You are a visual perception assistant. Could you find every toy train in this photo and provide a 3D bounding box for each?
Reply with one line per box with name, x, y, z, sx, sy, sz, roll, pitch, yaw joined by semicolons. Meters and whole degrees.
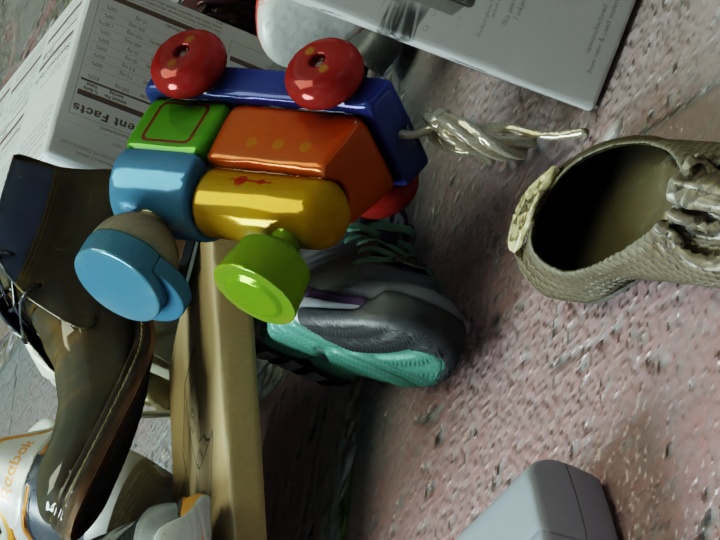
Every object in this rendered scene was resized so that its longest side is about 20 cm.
toy train;-0.017;-0.027;0.953;0.199;0.085;0.116;8;54;32

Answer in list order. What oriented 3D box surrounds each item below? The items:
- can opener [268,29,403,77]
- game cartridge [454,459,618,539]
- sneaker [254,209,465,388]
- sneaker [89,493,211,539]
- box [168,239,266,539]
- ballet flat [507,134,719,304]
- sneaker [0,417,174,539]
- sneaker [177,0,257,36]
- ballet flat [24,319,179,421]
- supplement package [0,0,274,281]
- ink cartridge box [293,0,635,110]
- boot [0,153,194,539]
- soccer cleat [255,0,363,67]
can opener;-0.015;-0.096;1.136;0.067;0.053;0.200;-47;14;24
game cartridge;0.046;0.169;0.787;0.133;0.041;0.201;124;157;-45
sneaker;0.000;0.000;1.025;0.088;0.074;0.200;-68;18;-10
sneaker;-0.106;0.147;1.013;0.200;0.077;0.079;124;148;-65
box;-0.067;0.095;1.075;0.164;0.021;0.201;110;159;-57
ballet flat;0.094;-0.021;0.821;0.068;0.046;0.200;-70;19;-3
sneaker;-0.139;0.121;1.166;0.200;0.079;0.079;83;-154;-69
sneaker;-0.085;-0.144;1.397;0.116;0.075;0.200;-67;18;-1
ballet flat;-0.127;0.039;1.190;0.069;0.200;0.070;-11;68;28
supplement package;-0.118;-0.048;1.262;0.200;0.155;0.111;-35;38;59
ink cartridge box;0.002;-0.135;0.954;0.067;0.199;0.116;-69;19;6
boot;-0.139;0.030;1.062;0.075;0.097;0.200;109;177;-49
soccer cleat;0.027;-0.172;1.079;0.200;0.069;0.085;-49;40;1
